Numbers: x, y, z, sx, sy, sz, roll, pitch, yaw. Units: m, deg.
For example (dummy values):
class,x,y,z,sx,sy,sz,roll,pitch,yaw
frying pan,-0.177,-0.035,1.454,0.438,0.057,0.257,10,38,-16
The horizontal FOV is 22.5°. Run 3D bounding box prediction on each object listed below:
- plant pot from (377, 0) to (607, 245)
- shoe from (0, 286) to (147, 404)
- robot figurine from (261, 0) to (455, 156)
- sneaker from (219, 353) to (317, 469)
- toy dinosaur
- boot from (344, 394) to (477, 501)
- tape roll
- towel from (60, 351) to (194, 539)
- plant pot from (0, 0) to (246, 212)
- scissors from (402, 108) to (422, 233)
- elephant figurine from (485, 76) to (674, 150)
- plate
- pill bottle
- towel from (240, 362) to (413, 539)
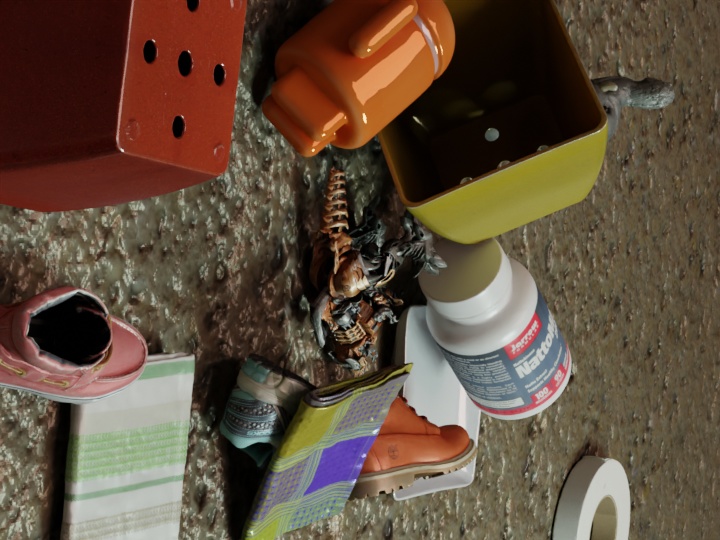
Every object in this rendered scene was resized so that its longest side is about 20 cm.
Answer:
class,x,y,z,sx,sy,sz,roll,pitch,yaw
plant pot,0.125,-0.138,1.738,0.176,0.199,0.201,57,12,-61
shoe,-0.201,0.055,1.294,0.200,0.091,0.072,10,74,-55
robot figurine,0.003,-0.188,1.606,0.200,0.116,0.144,-43,140,-22
sneaker,-0.071,0.136,1.624,0.087,0.077,0.200,-57,151,-2
toy dinosaur,0.000,0.000,1.699,0.136,0.102,0.200,-35,149,-35
boot,0.044,0.158,1.782,0.200,0.075,0.108,-6,80,-55
tape roll,0.305,0.345,2.381,0.203,0.037,0.204,-16,109,-60
towel,-0.191,0.165,1.436,0.149,0.031,0.201,1,96,-60
plant pot,-0.189,-0.143,1.219,0.200,0.176,0.201,10,86,-61
scissors,0.053,-0.090,1.860,0.073,0.014,0.201,-2,97,-64
elephant figurine,0.207,-0.162,1.915,0.155,0.200,0.142,-60,178,27
plate,0.076,0.135,1.919,0.199,0.032,0.201,1,93,-62
pill bottle,0.134,0.054,1.856,0.200,0.119,0.120,57,46,-47
towel,-0.033,0.168,1.618,0.143,0.023,0.200,-16,140,-49
